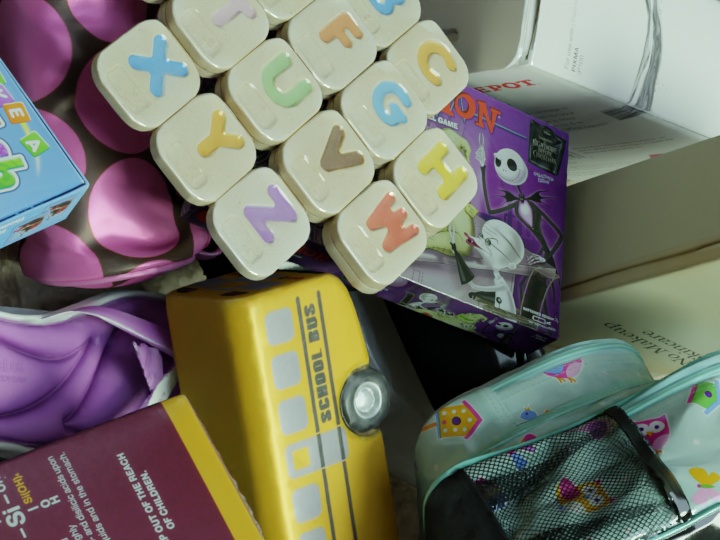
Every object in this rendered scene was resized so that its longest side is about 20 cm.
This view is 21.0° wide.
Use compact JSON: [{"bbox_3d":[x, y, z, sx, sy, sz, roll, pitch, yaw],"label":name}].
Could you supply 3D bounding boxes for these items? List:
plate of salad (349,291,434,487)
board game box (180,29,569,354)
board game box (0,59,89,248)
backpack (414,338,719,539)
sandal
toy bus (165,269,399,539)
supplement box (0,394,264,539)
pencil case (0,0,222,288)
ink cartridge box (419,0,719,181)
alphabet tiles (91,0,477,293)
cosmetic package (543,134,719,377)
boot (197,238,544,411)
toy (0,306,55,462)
[{"bbox_3d":[0.042,0.023,1.059,0.200,0.048,0.201,10,73,-34],"label":"plate of salad"},{"bbox_3d":[0.013,-0.047,0.925,0.200,0.032,0.120,21,55,-28],"label":"board game box"},{"bbox_3d":[-0.231,-0.052,0.776,0.200,0.037,0.151,-28,78,-38],"label":"board game box"},{"bbox_3d":[0.125,0.124,0.912,0.199,0.154,0.176,-17,139,-12],"label":"backpack"},{"bbox_3d":[-0.118,0.049,0.857,0.202,0.050,0.083,-4,85,-54],"label":"sandal"},{"bbox_3d":[-0.029,0.100,0.887,0.078,0.065,0.201,-17,103,-40],"label":"toy bus"},{"bbox_3d":[-0.148,0.142,0.793,0.200,0.110,0.086,-20,62,-23],"label":"supplement box"},{"bbox_3d":[-0.120,-0.093,0.890,0.093,0.091,0.201,-7,95,-11],"label":"pencil case"},{"bbox_3d":[0.109,-0.114,1.055,0.200,0.146,0.083,17,77,-41],"label":"ink cartridge box"},{"bbox_3d":[-0.028,-0.091,0.878,0.200,0.015,0.196,53,46,-8],"label":"alphabet tiles"},{"bbox_3d":[0.153,0.000,0.990,0.103,0.200,0.073,25,65,-28],"label":"cosmetic package"},{"bbox_3d":[0.001,0.000,0.961,0.162,0.073,0.199,-3,79,-32],"label":"boot"},{"bbox_3d":[-0.194,0.071,0.843,0.200,0.047,0.116,7,84,-47],"label":"toy"}]
